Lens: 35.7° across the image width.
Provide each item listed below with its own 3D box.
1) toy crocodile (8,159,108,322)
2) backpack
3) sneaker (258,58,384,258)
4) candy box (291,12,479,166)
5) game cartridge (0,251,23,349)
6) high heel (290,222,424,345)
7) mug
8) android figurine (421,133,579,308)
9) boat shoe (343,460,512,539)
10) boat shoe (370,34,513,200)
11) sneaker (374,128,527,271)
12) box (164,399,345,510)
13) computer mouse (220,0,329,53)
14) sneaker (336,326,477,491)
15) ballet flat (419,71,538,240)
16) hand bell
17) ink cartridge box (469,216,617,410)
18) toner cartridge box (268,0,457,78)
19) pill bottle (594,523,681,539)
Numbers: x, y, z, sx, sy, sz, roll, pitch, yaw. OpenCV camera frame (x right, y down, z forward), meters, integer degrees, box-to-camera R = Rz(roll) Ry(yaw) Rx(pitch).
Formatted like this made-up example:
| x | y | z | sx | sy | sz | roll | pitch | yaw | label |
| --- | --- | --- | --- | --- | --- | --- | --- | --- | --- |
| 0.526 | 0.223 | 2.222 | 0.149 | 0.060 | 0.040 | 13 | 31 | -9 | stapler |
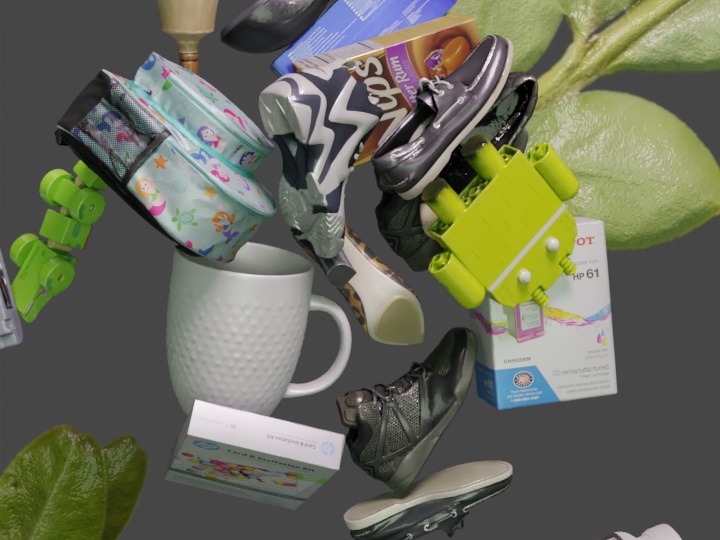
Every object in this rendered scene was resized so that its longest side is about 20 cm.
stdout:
| x | y | z | sx | sy | sz | roll | pitch | yaw | label |
| --- | --- | --- | --- | --- | --- | --- | --- | --- | --- |
| -0.315 | -0.038 | 1.189 | 0.067 | 0.062 | 0.201 | 27 | 92 | 29 | toy crocodile |
| -0.172 | -0.105 | 1.098 | 0.151 | 0.178 | 0.200 | -42 | 79 | 7 | backpack |
| -0.021 | -0.119 | 1.110 | 0.129 | 0.079 | 0.200 | -37 | 126 | -30 | sneaker |
| 0.036 | -0.191 | 1.197 | 0.199 | 0.056 | 0.117 | -20 | 117 | -15 | candy box |
| -0.440 | -0.004 | 1.164 | 0.133 | 0.041 | 0.201 | -14 | 94 | 4 | game cartridge |
| 0.000 | 0.000 | 1.251 | 0.071 | 0.143 | 0.200 | -40 | 134 | 8 | high heel |
| -0.108 | 0.073 | 1.186 | 0.199 | 0.148 | 0.176 | 6 | 104 | -11 | mug |
| 0.152 | -0.042 | 1.159 | 0.182 | 0.041 | 0.200 | -46 | 119 | -6 | android figurine |
| 0.084 | 0.275 | 1.270 | 0.199 | 0.075 | 0.066 | -20 | 100 | -7 | boat shoe |
| 0.084 | -0.170 | 1.152 | 0.063 | 0.073 | 0.200 | 36 | 87 | -24 | boat shoe |
| 0.092 | -0.107 | 1.231 | 0.114 | 0.076 | 0.199 | 43 | 93 | -16 | sneaker |
| -0.116 | 0.197 | 1.171 | 0.155 | 0.200 | 0.041 | 15 | 63 | -11 | box |
| -0.055 | -0.284 | 1.168 | 0.200 | 0.138 | 0.053 | -37 | 100 | -5 | computer mouse |
| 0.048 | 0.139 | 1.251 | 0.114 | 0.076 | 0.200 | 31 | 95 | -17 | sneaker |
| 0.120 | -0.123 | 1.163 | 0.066 | 0.057 | 0.201 | 30 | 86 | -5 | ballet flat |
| -0.185 | -0.221 | 1.192 | 0.104 | 0.104 | 0.201 | 0 | 107 | -9 | hand bell |
| 0.202 | 0.045 | 1.265 | 0.144 | 0.085 | 0.201 | -7 | 94 | -8 | ink cartridge box |
| 0.003 | -0.260 | 1.228 | 0.200 | 0.043 | 0.095 | -44 | 100 | -3 | toner cartridge box |
| 0.280 | 0.372 | 1.289 | 0.199 | 0.116 | 0.117 | -19 | 97 | -8 | pill bottle |
